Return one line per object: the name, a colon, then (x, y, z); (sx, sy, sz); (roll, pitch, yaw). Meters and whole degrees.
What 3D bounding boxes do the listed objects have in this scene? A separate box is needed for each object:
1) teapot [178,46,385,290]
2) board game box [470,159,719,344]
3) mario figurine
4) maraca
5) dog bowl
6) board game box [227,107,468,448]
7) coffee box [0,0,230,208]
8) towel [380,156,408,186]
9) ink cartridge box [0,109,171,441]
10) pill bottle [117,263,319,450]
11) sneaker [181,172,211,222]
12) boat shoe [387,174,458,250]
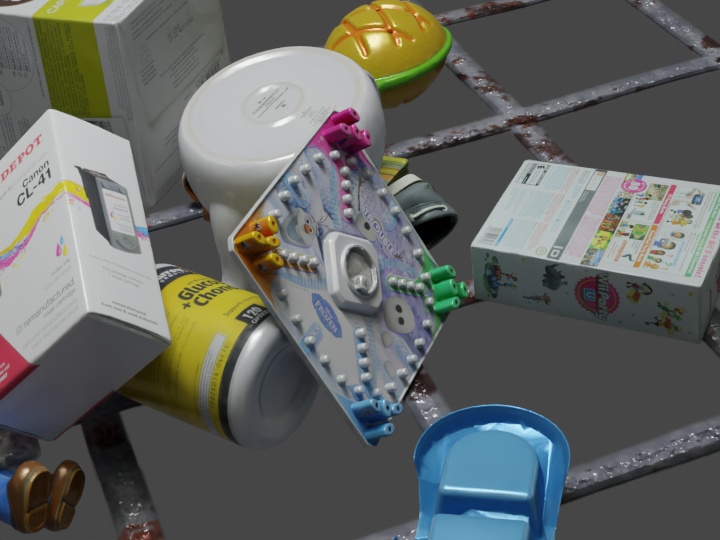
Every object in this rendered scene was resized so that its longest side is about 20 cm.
teapot: (-0.060, -0.095, 1.261); (0.197, 0.147, 0.199); (-18, 43, -2)
board game box: (0.213, -0.022, 1.214); (0.198, 0.065, 0.148); (10, 40, 25)
mario figurine: (-0.306, 0.129, 1.047); (0.197, 0.124, 0.107); (11, 51, 17)
maraca: (0.013, -0.216, 1.479); (0.136, 0.108, 0.200); (13, 39, 38)
dog bowl: (0.085, 0.177, 0.971); (0.110, 0.050, 0.201); (2, 36, 13)
board game box: (0.000, 0.000, 1.110); (0.026, 0.201, 0.201); (-19, 24, 37)
coffee box: (-0.264, -0.211, 1.438); (0.195, 0.202, 0.200); (9, 37, 21)
towel: (-0.034, -0.053, 1.342); (0.085, 0.018, 0.200); (9, 39, 30)
ink cartridge box: (-0.234, 0.004, 1.081); (0.147, 0.085, 0.202); (-39, 51, 26)
pill bottle: (-0.135, 0.059, 1.116); (0.198, 0.113, 0.112); (18, 42, 31)
sneaker: (-0.138, -0.118, 1.397); (0.083, 0.074, 0.201); (-9, 36, -6)
boat shoe: (0.012, -0.014, 1.231); (0.061, 0.073, 0.200); (33, 49, 20)
